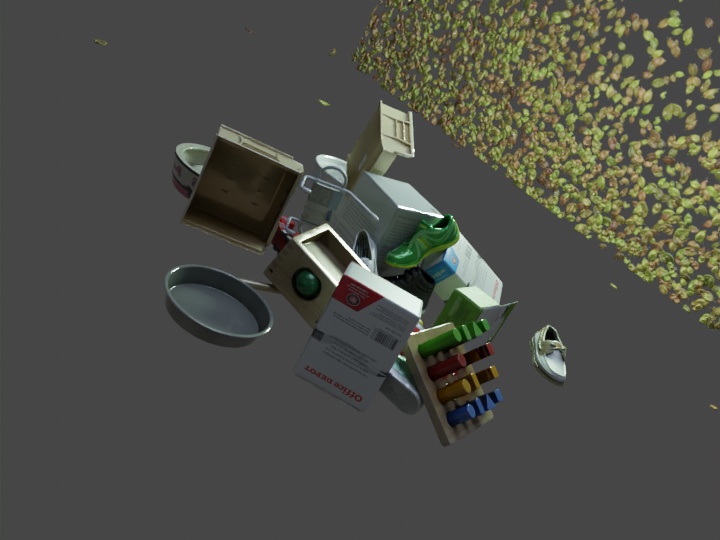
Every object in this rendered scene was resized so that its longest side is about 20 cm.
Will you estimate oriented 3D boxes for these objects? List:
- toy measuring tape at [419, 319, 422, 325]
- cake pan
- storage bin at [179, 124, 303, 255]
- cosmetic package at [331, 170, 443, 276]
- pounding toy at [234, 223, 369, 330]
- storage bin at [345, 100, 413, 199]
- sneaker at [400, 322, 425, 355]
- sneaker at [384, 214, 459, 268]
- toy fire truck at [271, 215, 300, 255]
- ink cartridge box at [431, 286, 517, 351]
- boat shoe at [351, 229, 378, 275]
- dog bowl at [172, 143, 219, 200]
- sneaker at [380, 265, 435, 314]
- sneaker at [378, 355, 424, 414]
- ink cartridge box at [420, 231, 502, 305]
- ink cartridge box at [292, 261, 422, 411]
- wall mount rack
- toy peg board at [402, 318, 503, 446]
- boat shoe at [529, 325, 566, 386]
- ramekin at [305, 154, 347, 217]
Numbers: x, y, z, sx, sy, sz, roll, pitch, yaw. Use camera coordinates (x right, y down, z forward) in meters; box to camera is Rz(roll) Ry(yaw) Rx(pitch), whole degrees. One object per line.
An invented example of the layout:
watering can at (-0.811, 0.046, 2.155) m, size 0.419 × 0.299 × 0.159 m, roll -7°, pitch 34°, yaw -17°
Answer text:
toy measuring tape at (0.064, 0.077, 1.583) m, size 0.073 × 0.074 × 0.199 m, roll 5°, pitch 24°, yaw -46°
cake pan at (-0.245, 0.063, 1.257) m, size 0.198 × 0.037 × 0.201 m, roll 25°, pitch 23°, yaw -11°
storage bin at (-0.243, -0.163, 1.528) m, size 0.196 × 0.202 × 0.094 m, roll 22°, pitch 20°, yaw -17°
cosmetic package at (0.059, -0.097, 1.757) m, size 0.166 × 0.201 × 0.167 m, roll 9°, pitch 29°, yaw -42°
pounding toy at (-0.106, 0.018, 1.433) m, size 0.184 × 0.142 × 0.200 m, roll 47°, pitch 26°, yaw 6°
storage bin at (0.046, -0.285, 1.866) m, size 0.093 × 0.201 × 0.200 m, roll 20°, pitch 43°, yaw -19°
sneaker at (0.067, 0.115, 1.455) m, size 0.201 × 0.071 × 0.112 m, roll 50°, pitch 25°, yaw 9°
sneaker at (0.134, -0.070, 1.670) m, size 0.198 × 0.084 × 0.074 m, roll -28°, pitch 31°, yaw -21°
toy fire truck at (-0.125, -0.052, 1.636) m, size 0.140 × 0.049 × 0.200 m, roll 12°, pitch 28°, yaw -39°
ink cartridge box at (0.243, 0.114, 1.608) m, size 0.076 × 0.149 × 0.199 m, roll 39°, pitch 23°, yaw 26°
boat shoe at (0.000, 0.000, 1.579) m, size 0.067 × 0.073 × 0.202 m, roll 67°, pitch 15°, yaw -46°
dog bowl at (-0.337, -0.206, 1.669) m, size 0.198 × 0.074 × 0.201 m, roll 25°, pitch 22°, yaw -11°
sneaker at (0.081, 0.022, 1.667) m, size 0.198 × 0.100 × 0.071 m, roll 20°, pitch 25°, yaw -20°
sneaker at (0.054, 0.166, 1.354) m, size 0.200 × 0.074 × 0.118 m, roll 45°, pitch 31°, yaw 10°
ink cartridge box at (0.243, 0.020, 1.764) m, size 0.200 × 0.084 × 0.147 m, roll 48°, pitch 36°, yaw -17°
ink cartridge box at (-0.005, 0.112, 1.237) m, size 0.143 × 0.202 × 0.084 m, roll 29°, pitch 18°, yaw 0°
wall mount rack at (-0.059, -0.109, 1.527) m, size 0.172 × 0.201 × 0.075 m, roll 20°, pitch 39°, yaw -7°
toy peg board at (0.190, 0.186, 1.338) m, size 0.199 × 0.097 × 0.201 m, roll -7°, pitch 71°, yaw -57°
boat shoe at (0.462, 0.202, 1.795) m, size 0.074 × 0.069 × 0.201 m, roll 24°, pitch 23°, yaw -14°
ramekin at (-0.054, -0.224, 2.026) m, size 0.198 × 0.098 × 0.201 m, roll 25°, pitch 23°, yaw -12°
